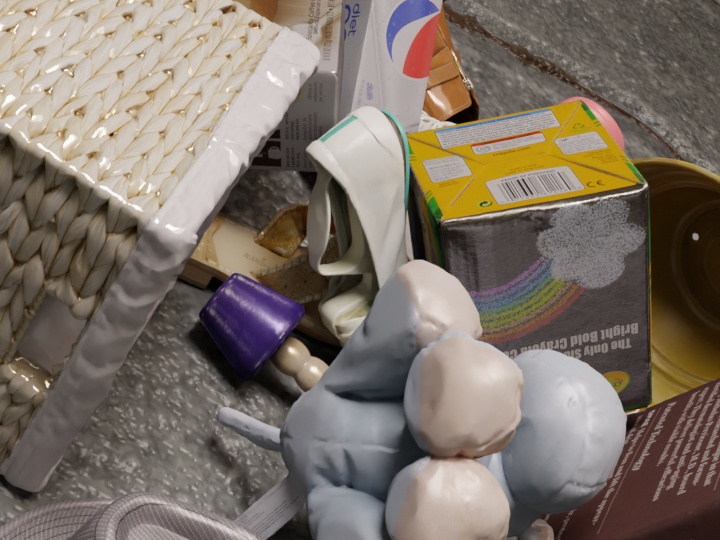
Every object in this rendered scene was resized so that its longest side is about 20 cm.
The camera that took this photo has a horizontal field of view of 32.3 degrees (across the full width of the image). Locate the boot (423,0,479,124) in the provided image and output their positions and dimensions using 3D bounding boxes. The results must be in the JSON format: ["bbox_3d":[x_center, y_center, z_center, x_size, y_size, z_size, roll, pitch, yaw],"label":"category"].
[{"bbox_3d":[0.063,-0.198,1.076,0.156,0.076,0.200,55,24,4],"label":"boot"}]

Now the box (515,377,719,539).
[{"bbox_3d":[0.215,0.169,0.702,0.167,0.199,0.164,56,36,-5],"label":"box"}]

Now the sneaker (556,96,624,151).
[{"bbox_3d":[0.120,-0.021,0.867,0.086,0.202,0.073,-28,45,-35],"label":"sneaker"}]

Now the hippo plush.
[{"bbox_3d":[0.050,0.109,0.627,0.160,0.200,0.161,19,46,-34],"label":"hippo plush"}]

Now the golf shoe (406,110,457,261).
[{"bbox_3d":[0.055,-0.086,0.936,0.075,0.092,0.201,4,49,-38],"label":"golf shoe"}]

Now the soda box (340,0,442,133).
[{"bbox_3d":[0.011,-0.168,0.901,0.063,0.068,0.202,12,88,-35],"label":"soda box"}]

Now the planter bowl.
[{"bbox_3d":[0.243,0.009,0.877,0.083,0.201,0.201,-21,67,-37],"label":"planter bowl"}]

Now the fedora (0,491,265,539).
[{"bbox_3d":[-0.082,0.168,0.550,0.200,0.090,0.176,51,37,13],"label":"fedora"}]

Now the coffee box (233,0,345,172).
[{"bbox_3d":[-0.110,-0.130,0.757,0.197,0.080,0.115,2,48,0],"label":"coffee box"}]

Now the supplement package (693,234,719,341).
[{"bbox_3d":[0.337,0.058,0.958,0.146,0.191,0.201,14,44,-32],"label":"supplement package"}]

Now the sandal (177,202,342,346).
[{"bbox_3d":[-0.039,-0.013,0.792,0.210,0.070,0.078,20,41,-27],"label":"sandal"}]

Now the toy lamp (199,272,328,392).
[{"bbox_3d":[-0.011,0.079,0.736,0.200,0.058,0.058,41,36,0],"label":"toy lamp"}]

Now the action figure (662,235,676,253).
[{"bbox_3d":[0.151,-0.050,0.992,0.098,0.066,0.200,-21,47,-38],"label":"action figure"}]

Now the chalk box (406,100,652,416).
[{"bbox_3d":[0.102,0.019,0.767,0.123,0.202,0.124,-10,31,-4],"label":"chalk box"}]

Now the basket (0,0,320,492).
[{"bbox_3d":[-0.150,-0.045,0.618,0.160,0.199,0.201,34,37,-6],"label":"basket"}]

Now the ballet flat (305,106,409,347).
[{"bbox_3d":[0.000,0.000,0.748,0.069,0.202,0.070,-6,31,4],"label":"ballet flat"}]
